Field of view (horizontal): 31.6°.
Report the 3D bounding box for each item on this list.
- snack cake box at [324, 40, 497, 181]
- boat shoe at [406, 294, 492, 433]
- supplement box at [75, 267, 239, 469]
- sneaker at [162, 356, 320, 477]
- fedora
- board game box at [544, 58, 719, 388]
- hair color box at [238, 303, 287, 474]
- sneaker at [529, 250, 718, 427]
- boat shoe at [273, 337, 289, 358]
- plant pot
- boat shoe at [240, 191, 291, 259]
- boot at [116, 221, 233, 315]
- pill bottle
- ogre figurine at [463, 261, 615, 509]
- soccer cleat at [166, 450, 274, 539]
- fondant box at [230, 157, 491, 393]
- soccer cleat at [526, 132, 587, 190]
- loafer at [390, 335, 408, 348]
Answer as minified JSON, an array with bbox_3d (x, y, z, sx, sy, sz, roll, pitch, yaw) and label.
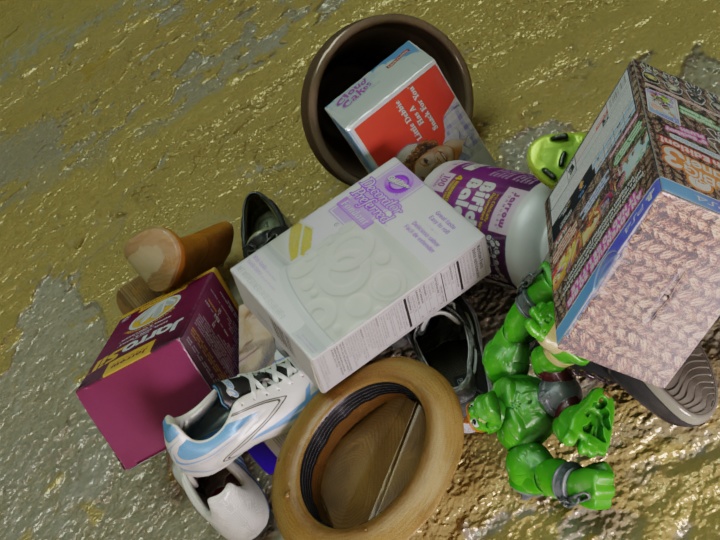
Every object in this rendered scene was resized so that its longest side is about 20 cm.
[{"bbox_3d":[0.064,-0.121,1.325,0.115,0.200,0.067,-37,35,-2],"label":"snack cake box"},{"bbox_3d":[0.083,0.062,1.211,0.072,0.071,0.201,-23,40,0],"label":"boat shoe"},{"bbox_3d":[-0.197,0.098,1.337,0.130,0.104,0.200,-26,17,13],"label":"supplement box"},{"bbox_3d":[-0.091,0.119,1.186,0.199,0.073,0.072,-31,40,-13],"label":"sneaker"},{"bbox_3d":[0.017,0.178,1.128,0.199,0.082,0.202,-18,51,23],"label":"fedora"},{"bbox_3d":[0.228,-0.041,1.013,0.201,0.096,0.160,-84,17,-52],"label":"board game box"},{"bbox_3d":[-0.066,0.099,1.310,0.109,0.065,0.201,-25,36,14],"label":"hair color box"},{"bbox_3d":[0.221,0.076,1.103,0.074,0.107,0.200,-16,53,-32],"label":"sneaker"},{"bbox_3d":[-0.026,0.007,1.272,0.056,0.069,0.200,19,60,41],"label":"boat shoe"},{"bbox_3d":[0.010,-0.197,1.491,0.200,0.201,0.174,-42,20,-8],"label":"plant pot"},{"bbox_3d":[-0.106,-0.021,1.472,0.071,0.066,0.201,-30,36,8],"label":"boat shoe"},{"bbox_3d":[-0.201,-0.024,1.466,0.144,0.071,0.201,-35,-7,-34],"label":"boot"},{"bbox_3d":[0.152,-0.038,1.234,0.199,0.113,0.113,17,61,46],"label":"pill bottle"},{"bbox_3d":[0.152,0.110,1.063,0.098,0.201,0.120,-17,-17,-35],"label":"ogre figurine"},{"bbox_3d":[-0.151,0.192,1.257,0.070,0.087,0.200,-43,36,-9],"label":"soccer cleat"},{"bbox_3d":[0.000,0.000,1.185,0.199,0.058,0.144,-34,51,-15],"label":"fondant box"},{"bbox_3d":[0.246,-0.080,1.170,0.198,0.084,0.065,10,81,-4],"label":"soccer cleat"},{"bbox_3d":[0.005,0.006,1.342,0.069,0.075,0.201,-21,39,14],"label":"loafer"}]
